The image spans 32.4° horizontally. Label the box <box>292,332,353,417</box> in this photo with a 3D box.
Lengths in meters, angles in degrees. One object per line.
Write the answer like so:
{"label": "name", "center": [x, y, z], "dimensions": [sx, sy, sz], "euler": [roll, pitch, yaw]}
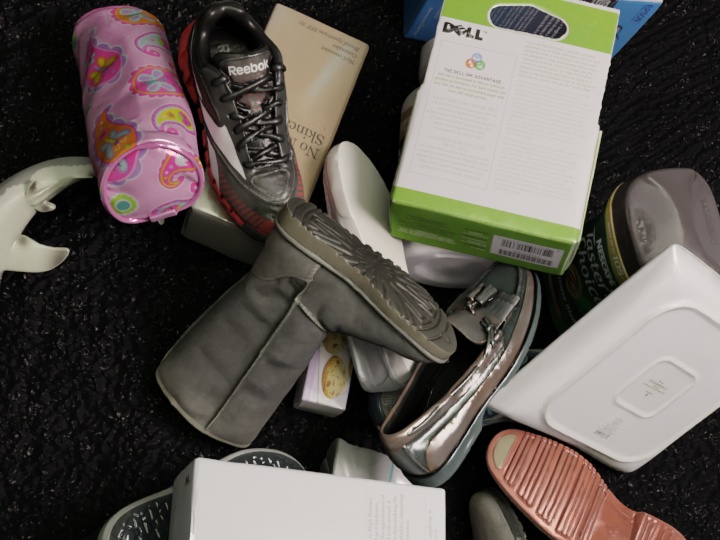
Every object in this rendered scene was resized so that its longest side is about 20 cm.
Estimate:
{"label": "box", "center": [-0.018, 0.021, 1.047], "dimensions": [0.041, 0.039, 0.203], "euler": [15, 71, -12]}

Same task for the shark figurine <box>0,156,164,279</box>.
{"label": "shark figurine", "center": [-0.264, -0.053, 0.991], "dimensions": [0.213, 0.089, 0.129], "euler": [-38, 119, -13]}

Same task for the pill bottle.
{"label": "pill bottle", "center": [0.086, -0.096, 1.069], "dimensions": [0.109, 0.111, 0.203], "euler": [8, 72, -12]}

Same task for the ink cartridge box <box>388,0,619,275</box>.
{"label": "ink cartridge box", "center": [0.115, -0.116, 0.978], "dimensions": [0.145, 0.076, 0.203], "euler": [13, 72, 5]}

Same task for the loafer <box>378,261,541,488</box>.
{"label": "loafer", "center": [0.078, 0.067, 0.954], "dimensions": [0.063, 0.071, 0.202], "euler": [45, 63, -35]}

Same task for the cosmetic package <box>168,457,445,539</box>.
{"label": "cosmetic package", "center": [-0.038, 0.202, 0.895], "dimensions": [0.197, 0.074, 0.103], "euler": [11, 64, -20]}

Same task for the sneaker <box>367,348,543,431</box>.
{"label": "sneaker", "center": [0.103, 0.093, 1.032], "dimensions": [0.197, 0.086, 0.079], "euler": [-7, 75, -16]}

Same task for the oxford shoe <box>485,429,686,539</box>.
{"label": "oxford shoe", "center": [0.177, 0.205, 1.023], "dimensions": [0.199, 0.074, 0.071], "euler": [38, 67, -5]}

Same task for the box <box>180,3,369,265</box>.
{"label": "box", "center": [-0.072, -0.110, 1.051], "dimensions": [0.094, 0.078, 0.203], "euler": [21, 70, -7]}

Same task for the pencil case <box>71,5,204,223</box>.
{"label": "pencil case", "center": [-0.178, -0.127, 0.981], "dimensions": [0.086, 0.088, 0.201], "euler": [-7, 44, -16]}

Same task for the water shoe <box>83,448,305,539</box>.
{"label": "water shoe", "center": [-0.126, 0.188, 0.957], "dimensions": [0.198, 0.078, 0.073], "euler": [-9, 79, -43]}

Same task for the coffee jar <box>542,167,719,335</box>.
{"label": "coffee jar", "center": [0.224, -0.008, 1.030], "dimensions": [0.084, 0.200, 0.106], "euler": [-7, 74, -16]}

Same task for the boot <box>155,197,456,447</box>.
{"label": "boot", "center": [-0.046, 0.067, 0.950], "dimensions": [0.181, 0.072, 0.201], "euler": [39, 111, 8]}

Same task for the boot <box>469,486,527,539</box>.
{"label": "boot", "center": [0.078, 0.281, 0.985], "dimensions": [0.128, 0.068, 0.203], "euler": [-8, 75, -10]}

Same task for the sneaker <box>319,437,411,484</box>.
{"label": "sneaker", "center": [-0.002, 0.237, 0.973], "dimensions": [0.079, 0.070, 0.204], "euler": [14, 71, -12]}

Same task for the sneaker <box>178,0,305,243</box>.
{"label": "sneaker", "center": [-0.088, -0.119, 0.956], "dimensions": [0.070, 0.098, 0.203], "euler": [-15, 78, -18]}

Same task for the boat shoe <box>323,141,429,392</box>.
{"label": "boat shoe", "center": [0.000, 0.000, 1.002], "dimensions": [0.072, 0.068, 0.203], "euler": [-18, 88, -58]}

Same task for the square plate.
{"label": "square plate", "center": [0.230, 0.085, 0.981], "dimensions": [0.199, 0.198, 0.029], "euler": [28, 29, -38]}

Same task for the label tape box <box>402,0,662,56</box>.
{"label": "label tape box", "center": [0.150, -0.249, 1.112], "dimensions": [0.196, 0.143, 0.067], "euler": [7, 73, -12]}
